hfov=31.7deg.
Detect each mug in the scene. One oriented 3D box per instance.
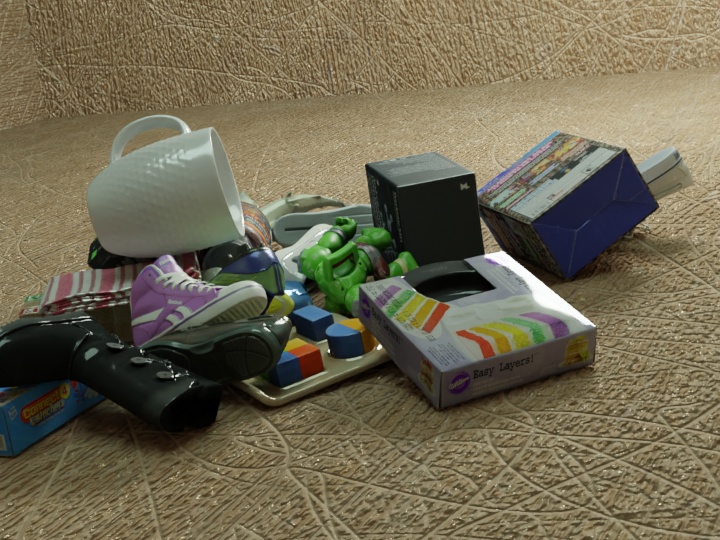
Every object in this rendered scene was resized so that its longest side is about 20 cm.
[{"bbox_3d":[-0.259,-0.113,1.639,0.175,0.201,0.148,-15,-25,3],"label":"mug"}]

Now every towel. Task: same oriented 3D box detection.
[{"bbox_3d":[-0.300,0.013,1.592,0.199,0.030,0.146,-10,14,-7],"label":"towel"}]

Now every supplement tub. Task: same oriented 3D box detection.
[{"bbox_3d":[-0.177,-0.028,1.766,0.107,0.107,0.200,-8,15,-1],"label":"supplement tub"}]

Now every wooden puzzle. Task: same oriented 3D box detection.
[{"bbox_3d":[-0.062,0.083,1.401,0.200,0.046,0.185,-15,16,-27],"label":"wooden puzzle"}]

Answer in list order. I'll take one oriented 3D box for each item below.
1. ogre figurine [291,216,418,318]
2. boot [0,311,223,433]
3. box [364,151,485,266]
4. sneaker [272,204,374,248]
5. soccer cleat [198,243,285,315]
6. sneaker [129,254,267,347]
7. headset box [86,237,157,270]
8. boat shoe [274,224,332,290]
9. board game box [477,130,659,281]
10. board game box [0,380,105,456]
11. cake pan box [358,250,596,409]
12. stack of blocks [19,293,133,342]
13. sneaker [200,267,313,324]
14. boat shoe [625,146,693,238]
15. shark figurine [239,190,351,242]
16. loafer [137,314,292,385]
[{"bbox_3d":[0.000,0.000,1.566,0.120,0.098,0.200,-22,61,-33],"label":"ogre figurine"},{"bbox_3d":[-0.260,0.111,1.258,0.200,0.066,0.165,27,30,28],"label":"boot"},{"bbox_3d":[0.085,-0.065,1.683,0.107,0.149,0.200,-11,15,-10],"label":"box"},{"bbox_3d":[-0.029,-0.058,1.874,0.199,0.073,0.071,3,-8,2],"label":"sneaker"},{"bbox_3d":[-0.159,0.046,1.478,0.065,0.084,0.200,-4,-28,-47],"label":"soccer cleat"},{"bbox_3d":[-0.193,0.025,1.420,0.200,0.115,0.073,-25,-18,34],"label":"sneaker"},{"bbox_3d":[-0.295,-0.060,1.792,0.200,0.093,0.174,-50,15,2],"label":"headset box"},{"bbox_3d":[-0.060,-0.012,1.732,0.068,0.072,0.200,21,17,18],"label":"boat shoe"},{"bbox_3d":[0.263,-0.089,1.668,0.159,0.097,0.200,-38,20,-6],"label":"board game box"},{"bbox_3d":[-0.394,0.132,1.375,0.199,0.056,0.196,-1,17,25],"label":"board game box"},{"bbox_3d":[0.117,0.055,1.323,0.184,0.052,0.200,-11,30,-21],"label":"cake pan box"},{"bbox_3d":[-0.328,0.052,1.632,0.199,0.059,0.115,-10,15,-6],"label":"stack of blocks"},{"bbox_3d":[-0.131,0.041,1.587,0.105,0.076,0.200,4,5,-34],"label":"sneaker"},{"bbox_3d":[0.372,-0.084,1.761,0.202,0.086,0.075,-34,10,22],"label":"boat shoe"},{"bbox_3d":[-0.106,-0.074,1.972,0.214,0.090,0.128,-19,51,-12],"label":"shark figurine"},{"bbox_3d":[-0.157,0.088,1.343,0.200,0.072,0.063,-12,21,31],"label":"loafer"}]
